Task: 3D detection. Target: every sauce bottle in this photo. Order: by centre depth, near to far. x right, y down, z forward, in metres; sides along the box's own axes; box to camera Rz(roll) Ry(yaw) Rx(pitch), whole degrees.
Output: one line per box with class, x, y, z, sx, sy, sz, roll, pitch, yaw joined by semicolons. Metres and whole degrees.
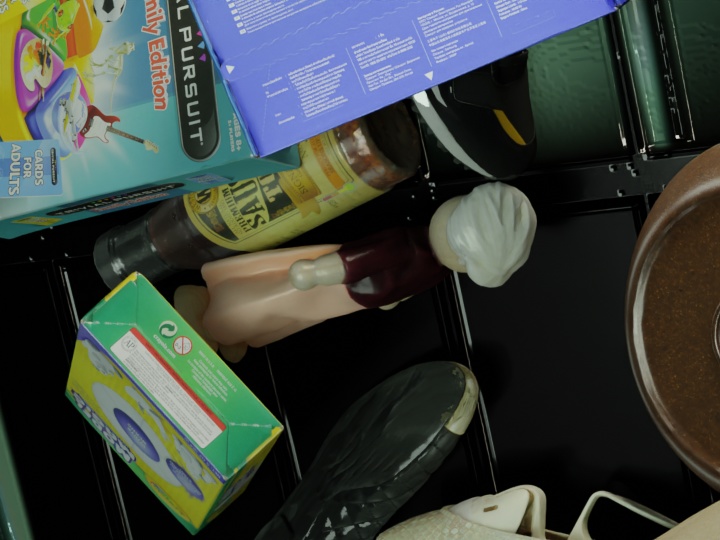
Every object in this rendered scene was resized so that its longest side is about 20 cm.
sauce bottle;-0.061;-0.039;1.365;0.200;0.066;0.066;-28;93;29

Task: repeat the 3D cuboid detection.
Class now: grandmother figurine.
grandmother figurine;0.000;0.000;1.322;0.200;0.121;0.061;-18;89;23

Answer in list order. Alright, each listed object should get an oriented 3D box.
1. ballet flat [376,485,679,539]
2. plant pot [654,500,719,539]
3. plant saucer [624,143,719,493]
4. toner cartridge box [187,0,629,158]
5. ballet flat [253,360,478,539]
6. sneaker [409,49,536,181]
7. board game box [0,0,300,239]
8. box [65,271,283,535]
ballet flat;0.109;0.147;1.356;0.200;0.067;0.062;10;91;16
plant pot;0.197;0.236;1.239;0.200;0.200;0.177;33;98;-23
plant saucer;0.206;0.032;1.244;0.200;0.034;0.201;9;104;41
toner cartridge box;0.022;-0.136;1.229;0.200;0.043;0.095;-21;95;16
ballet flat;0.005;0.122;1.405;0.200;0.057;0.067;-50;40;28
sneaker;0.059;-0.145;1.269;0.090;0.070;0.200;-19;97;31
board game box;-0.134;-0.111;1.352;0.200;0.047;0.151;-12;78;31
box;-0.108;0.079;1.376;0.117;0.048;0.200;47;165;6
